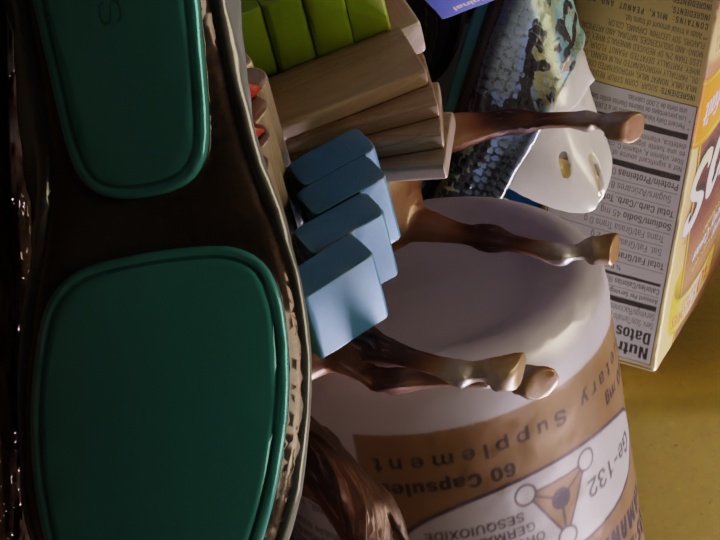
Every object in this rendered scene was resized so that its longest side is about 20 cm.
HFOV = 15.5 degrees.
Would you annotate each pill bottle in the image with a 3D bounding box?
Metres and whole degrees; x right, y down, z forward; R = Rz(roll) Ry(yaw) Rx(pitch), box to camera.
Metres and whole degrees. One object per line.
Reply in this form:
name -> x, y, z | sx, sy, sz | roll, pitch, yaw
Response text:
pill bottle -> 0.035, 0.088, 0.856 | 0.115, 0.114, 0.201 | -77, 159, -59

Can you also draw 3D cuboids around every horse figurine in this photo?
horse figurine -> 0.000, 0.000, 0.753 | 0.200, 0.132, 0.050 | -61, 150, -49

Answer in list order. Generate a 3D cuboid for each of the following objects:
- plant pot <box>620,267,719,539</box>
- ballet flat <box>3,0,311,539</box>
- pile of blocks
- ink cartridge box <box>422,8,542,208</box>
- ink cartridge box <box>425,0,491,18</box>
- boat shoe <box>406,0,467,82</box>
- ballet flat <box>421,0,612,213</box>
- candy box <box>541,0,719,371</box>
plant pot -> 0.119, 0.080, 1.084 | 0.195, 0.199, 0.197 | -76, 159, -61
ballet flat -> -0.046, -0.009, 0.607 | 0.064, 0.067, 0.201 | 19, 66, -86
pile of blocks -> -0.021, -0.039, 0.704 | 0.062, 0.082, 0.201 | 74, 15, -44
ink cartridge box -> 0.057, -0.122, 0.975 | 0.146, 0.084, 0.201 | -54, 155, -57
ink cartridge box -> 0.034, -0.146, 0.709 | 0.200, 0.119, 0.042 | 46, 27, -55
boat shoe -> -0.016, -0.152, 0.853 | 0.073, 0.074, 0.201 | -34, 112, -65
ballet flat -> 0.049, -0.024, 0.894 | 0.074, 0.074, 0.201 | -82, -170, -50
candy box -> 0.111, -0.080, 0.936 | 0.115, 0.055, 0.201 | -48, 149, -56
